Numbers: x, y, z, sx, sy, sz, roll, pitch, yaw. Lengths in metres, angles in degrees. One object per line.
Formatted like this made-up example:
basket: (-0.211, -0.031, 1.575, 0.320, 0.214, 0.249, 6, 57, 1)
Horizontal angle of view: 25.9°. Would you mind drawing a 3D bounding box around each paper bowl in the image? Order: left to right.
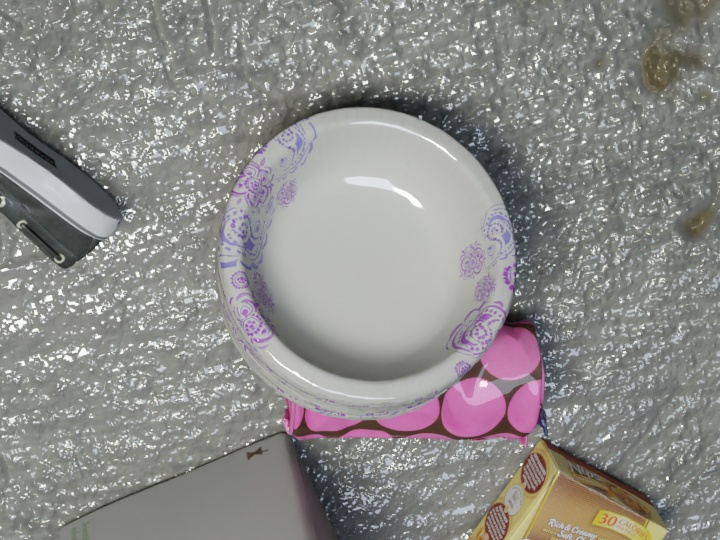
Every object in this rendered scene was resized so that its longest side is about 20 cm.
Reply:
paper bowl: (0.000, 0.000, 1.059, 0.198, 0.104, 0.203, 2, 73, -8)

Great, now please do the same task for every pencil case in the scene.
pencil case: (0.036, 0.084, 1.143, 0.197, 0.091, 0.095, 2, 118, -9)

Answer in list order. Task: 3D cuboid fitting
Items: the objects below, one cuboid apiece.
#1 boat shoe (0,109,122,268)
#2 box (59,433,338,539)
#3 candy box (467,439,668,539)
boat shoe: (-0.248, -0.072, 1.033, 0.200, 0.069, 0.057, 39, 103, -25)
box: (-0.099, 0.265, 1.134, 0.198, 0.199, 0.173, -22, 115, 0)
candy box: (0.138, 0.247, 1.248, 0.115, 0.055, 0.201, 29, 106, -20)
